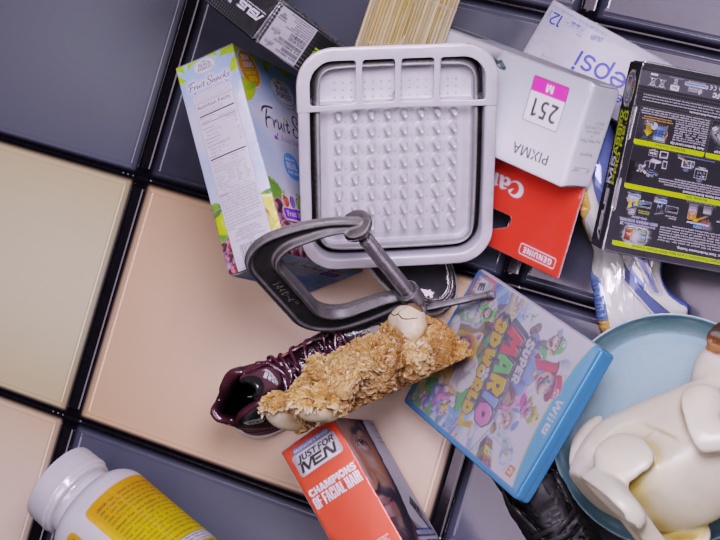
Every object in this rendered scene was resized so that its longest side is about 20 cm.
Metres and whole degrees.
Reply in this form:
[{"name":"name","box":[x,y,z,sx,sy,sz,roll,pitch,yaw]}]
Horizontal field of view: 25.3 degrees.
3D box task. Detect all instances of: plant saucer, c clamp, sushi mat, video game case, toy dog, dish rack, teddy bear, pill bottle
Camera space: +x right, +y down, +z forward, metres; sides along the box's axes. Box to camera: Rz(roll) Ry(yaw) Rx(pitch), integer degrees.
[{"name":"plant saucer","box":[0.263,0.136,1.372,0.199,0.027,0.201,0,93,9]},{"name":"c clamp","box":[0.000,0.000,1.388,0.170,0.200,0.027,-20,56,21]},{"name":"sushi mat","box":[0.034,-0.196,1.401,0.012,0.095,0.201,40,117,49]},{"name":"video game case","box":[0.123,0.095,1.394,0.144,0.018,0.200,-60,34,5]},{"name":"toy dog","box":[0.279,0.138,1.289,0.200,0.194,0.140,-42,110,-4]},{"name":"dish rack","box":[0.030,-0.102,1.385,0.171,0.044,0.201,-3,114,-6]},{"name":"teddy bear","box":[0.002,0.082,1.381,0.199,0.145,0.067,-24,89,-18]},{"name":"pill bottle","box":[-0.216,0.259,1.511,0.200,0.113,0.113,36,96,20]}]

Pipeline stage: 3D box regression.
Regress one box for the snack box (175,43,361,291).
[{"name":"snack box","box":[-0.082,-0.090,1.471,0.067,0.169,0.201,-21,78,19]}]

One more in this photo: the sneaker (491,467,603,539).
[{"name":"sneaker","box":[0.164,0.217,1.349,0.060,0.200,0.104,-35,116,-4]}]

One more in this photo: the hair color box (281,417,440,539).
[{"name":"hair color box","box":[0.019,0.232,1.428,0.064,0.111,0.200,-35,74,12]}]

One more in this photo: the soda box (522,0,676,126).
[{"name":"soda box","box":[0.241,-0.159,1.415,0.200,0.063,0.068,32,96,20]}]

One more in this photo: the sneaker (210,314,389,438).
[{"name":"sneaker","box":[-0.051,0.096,1.467,0.200,0.115,0.076,-34,74,14]}]

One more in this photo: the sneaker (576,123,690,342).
[{"name":"sneaker","box":[0.238,-0.041,1.406,0.088,0.075,0.201,-10,89,11]}]

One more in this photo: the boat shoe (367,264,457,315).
[{"name":"boat shoe","box":[0.027,-0.051,1.465,0.074,0.060,0.201,-28,86,-12]}]

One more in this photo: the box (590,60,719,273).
[{"name":"box","box":[0.307,-0.078,1.335,0.199,0.044,0.161,10,98,-5]}]

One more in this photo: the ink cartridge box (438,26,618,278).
[{"name":"ink cartridge box","box":[0.116,-0.109,1.416,0.200,0.043,0.174,28,107,40]}]

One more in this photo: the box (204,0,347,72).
[{"name":"box","box":[-0.078,-0.223,1.443,0.193,0.200,0.048,39,96,38]}]
